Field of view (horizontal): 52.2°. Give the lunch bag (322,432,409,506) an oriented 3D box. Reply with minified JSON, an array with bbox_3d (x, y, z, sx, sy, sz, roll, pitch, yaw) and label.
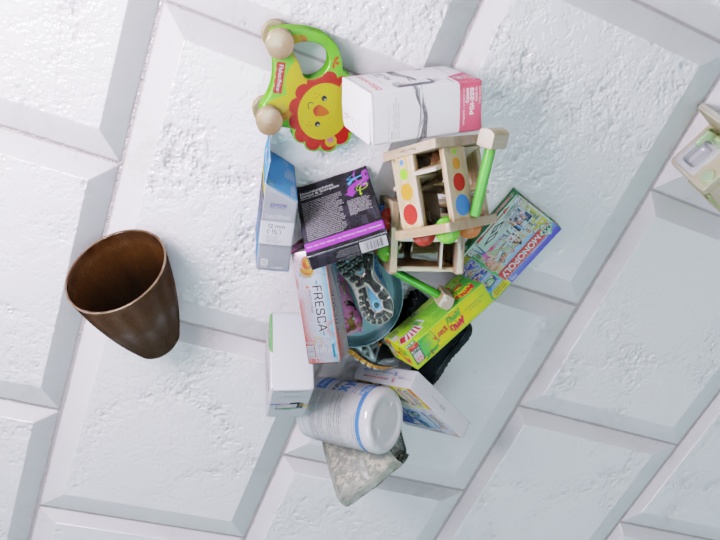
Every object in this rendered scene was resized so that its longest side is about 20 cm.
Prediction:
[{"bbox_3d":[0.013,0.395,1.586,0.163,0.202,0.117,-39,120,14],"label":"lunch bag"}]

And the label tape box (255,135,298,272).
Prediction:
[{"bbox_3d":[-0.143,-0.123,1.275,0.064,0.145,0.204,6,121,-12],"label":"label tape box"}]

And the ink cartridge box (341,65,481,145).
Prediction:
[{"bbox_3d":[0.081,-0.272,1.198,0.195,0.146,0.087,-13,117,-17],"label":"ink cartridge box"}]

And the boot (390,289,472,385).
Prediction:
[{"bbox_3d":[0.115,0.146,1.526,0.166,0.077,0.202,28,114,-22],"label":"boot"}]

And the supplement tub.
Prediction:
[{"bbox_3d":[-0.023,0.293,1.504,0.196,0.133,0.134,3,133,38],"label":"supplement tub"}]

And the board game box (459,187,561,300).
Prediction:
[{"bbox_3d":[0.286,-0.049,1.464,0.133,0.029,0.201,31,112,-24],"label":"board game box"}]

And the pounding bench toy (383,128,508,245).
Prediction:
[{"bbox_3d":[0.153,-0.127,1.156,0.122,0.198,0.161,-12,94,-39],"label":"pounding bench toy"}]

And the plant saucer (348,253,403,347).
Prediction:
[{"bbox_3d":[-0.014,0.046,1.429,0.194,0.027,0.206,0,95,2],"label":"plant saucer"}]

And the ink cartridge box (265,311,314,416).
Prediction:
[{"bbox_3d":[-0.140,0.185,1.416,0.081,0.149,0.201,1,155,-10],"label":"ink cartridge box"}]

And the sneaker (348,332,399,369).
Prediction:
[{"bbox_3d":[-0.001,0.131,1.485,0.197,0.078,0.078,30,103,-11],"label":"sneaker"}]

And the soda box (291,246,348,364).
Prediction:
[{"bbox_3d":[-0.070,0.059,1.305,0.062,0.068,0.206,-5,100,14],"label":"soda box"}]

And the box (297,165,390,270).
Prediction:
[{"bbox_3d":[-0.035,-0.096,1.278,0.139,0.203,0.037,-17,133,2],"label":"box"}]

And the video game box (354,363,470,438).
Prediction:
[{"bbox_3d":[0.108,0.273,1.549,0.200,0.180,0.047,45,61,-30],"label":"video game box"}]

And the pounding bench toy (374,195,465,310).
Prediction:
[{"bbox_3d":[0.100,-0.029,1.350,0.151,0.124,0.206,0,101,-9],"label":"pounding bench toy"}]

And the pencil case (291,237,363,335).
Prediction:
[{"bbox_3d":[-0.062,0.031,1.376,0.085,0.082,0.205,-16,96,31],"label":"pencil case"}]

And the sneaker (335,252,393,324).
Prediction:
[{"bbox_3d":[0.000,0.000,1.365,0.077,0.090,0.205,-20,97,3],"label":"sneaker"}]

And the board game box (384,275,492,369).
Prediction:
[{"bbox_3d":[0.149,0.096,1.410,0.199,0.101,0.048,-40,112,-14],"label":"board game box"}]

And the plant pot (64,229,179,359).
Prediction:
[{"bbox_3d":[-0.406,0.064,1.342,0.182,0.190,0.202,-15,138,0],"label":"plant pot"}]

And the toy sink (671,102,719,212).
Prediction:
[{"bbox_3d":[0.677,-0.191,1.384,0.199,0.132,0.112,37,110,-28],"label":"toy sink"}]

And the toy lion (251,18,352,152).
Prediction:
[{"bbox_3d":[-0.081,-0.301,1.232,0.186,0.069,0.204,1,121,-19],"label":"toy lion"}]
